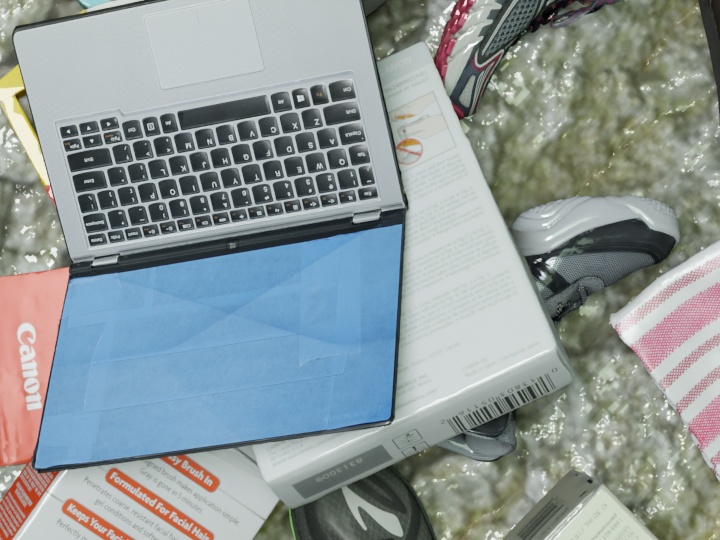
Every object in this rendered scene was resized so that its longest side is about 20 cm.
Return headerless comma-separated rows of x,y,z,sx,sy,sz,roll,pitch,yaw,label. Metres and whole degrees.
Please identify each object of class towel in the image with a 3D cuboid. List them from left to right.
0.247,0.065,1.042,0.146,0.030,0.201,-35,99,7,towel

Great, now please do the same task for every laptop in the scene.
-0.081,-0.027,0.936,0.185,0.116,0.202,-9,105,15,laptop

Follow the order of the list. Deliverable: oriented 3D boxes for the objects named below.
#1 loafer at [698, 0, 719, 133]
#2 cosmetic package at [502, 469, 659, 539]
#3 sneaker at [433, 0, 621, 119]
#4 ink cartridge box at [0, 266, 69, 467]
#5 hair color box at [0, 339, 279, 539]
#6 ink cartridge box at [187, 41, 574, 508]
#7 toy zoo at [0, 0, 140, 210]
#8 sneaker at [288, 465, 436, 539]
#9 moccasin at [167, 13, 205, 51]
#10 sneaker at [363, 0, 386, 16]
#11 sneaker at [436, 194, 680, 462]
0.231,-0.093,1.051,0.072,0.071,0.202,-18,89,-5,loafer
0.165,0.203,1.022,0.073,0.104,0.200,-44,90,-3,cosmetic package
0.110,-0.161,1.041,0.075,0.081,0.200,39,85,-4,sneaker
-0.236,0.061,1.022,0.198,0.050,0.110,-8,88,-4,ink cartridge box
-0.132,0.144,1.007,0.111,0.064,0.201,37,86,-22,hair color box
0.000,0.000,0.992,0.159,0.047,0.201,-25,59,7,ink cartridge box
-0.110,-0.068,1.048,0.130,0.020,0.201,-29,90,-7,toy zoo
0.019,0.184,1.020,0.076,0.084,0.202,-22,90,-5,sneaker
-0.071,-0.199,1.022,0.080,0.068,0.202,1,75,-4,moccasin
0.046,-0.209,1.028,0.200,0.074,0.079,-49,48,-3,sneaker
0.083,0.036,1.023,0.198,0.076,0.115,-16,70,1,sneaker
